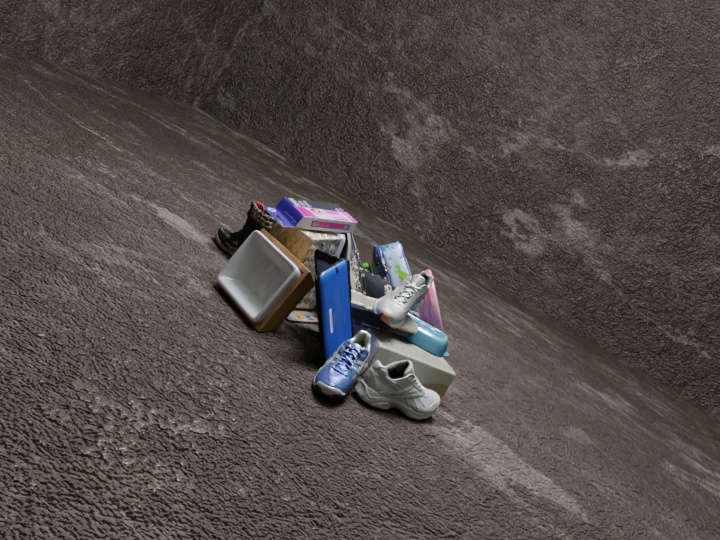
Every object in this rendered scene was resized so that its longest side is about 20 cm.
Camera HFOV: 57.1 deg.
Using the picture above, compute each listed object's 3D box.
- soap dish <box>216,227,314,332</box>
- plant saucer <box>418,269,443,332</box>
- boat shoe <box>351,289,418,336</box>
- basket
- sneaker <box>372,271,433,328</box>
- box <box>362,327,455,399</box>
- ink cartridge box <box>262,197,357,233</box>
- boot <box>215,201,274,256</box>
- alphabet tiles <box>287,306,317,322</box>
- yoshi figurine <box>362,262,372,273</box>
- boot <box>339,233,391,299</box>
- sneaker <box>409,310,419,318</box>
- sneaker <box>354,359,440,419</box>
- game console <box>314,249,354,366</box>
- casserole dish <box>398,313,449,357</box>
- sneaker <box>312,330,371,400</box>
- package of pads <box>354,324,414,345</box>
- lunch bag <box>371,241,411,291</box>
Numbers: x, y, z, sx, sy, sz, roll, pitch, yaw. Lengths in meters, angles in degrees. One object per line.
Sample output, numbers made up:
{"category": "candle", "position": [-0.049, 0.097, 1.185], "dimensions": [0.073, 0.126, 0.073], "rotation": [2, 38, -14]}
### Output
{"category": "soap dish", "position": [-0.196, 0.021, 1.379], "dimensions": [0.200, 0.157, 0.081], "rotation": [40, 1, 42]}
{"category": "plant saucer", "position": [0.170, 0.100, 1.655], "dimensions": [0.051, 0.201, 0.201], "rotation": [-11, 13, 4]}
{"category": "boat shoe", "position": [0.029, 0.103, 1.452], "dimensions": [0.200, 0.063, 0.073], "rotation": [23, 29, -10]}
{"category": "basket", "position": [-0.148, -0.024, 1.510], "dimensions": [0.135, 0.200, 0.123], "rotation": [35, 19, 28]}
{"category": "sneaker", "position": [0.096, 0.052, 1.431], "dimensions": [0.076, 0.092, 0.200], "rotation": [38, 30, 9]}
{"category": "box", "position": [0.093, 0.203, 1.424], "dimensions": [0.200, 0.078, 0.095], "rotation": [23, 13, -22]}
{"category": "ink cartridge box", "position": [-0.110, -0.124, 1.481], "dimensions": [0.200, 0.037, 0.095], "rotation": [0, 31, -39]}
{"category": "boot", "position": [-0.283, -0.101, 1.650], "dimensions": [0.073, 0.151, 0.200], "rotation": [18, 17, -39]}
{"category": "alphabet tiles", "position": [-0.172, 0.074, 1.531], "dimensions": [0.166, 0.006, 0.200], "rotation": [36, 15, 32]}
{"category": "yoshi figurine", "position": [0.008, 0.036, 1.731], "dimensions": [0.112, 0.112, 0.200], "rotation": [28, 14, -36]}
{"category": "boot", "position": [-0.001, 0.001, 1.577], "dimensions": [0.154, 0.073, 0.204], "rotation": [20, 54, -44]}
{"category": "sneaker", "position": [0.158, 0.154, 1.777], "dimensions": [0.108, 0.070, 0.200], "rotation": [26, 10, -5]}
{"category": "sneaker", "position": [0.090, 0.225, 1.285], "dimensions": [0.200, 0.100, 0.078], "rotation": [19, 16, -36]}
{"category": "game console", "position": [-0.080, 0.075, 1.353], "dimensions": [0.118, 0.201, 0.171], "rotation": [5, 19, 27]}
{"category": "casserole dish", "position": [0.123, 0.135, 1.526], "dimensions": [0.200, 0.039, 0.121], "rotation": [30, 10, 12]}
{"category": "sneaker", "position": [-0.031, 0.173, 1.239], "dimensions": [0.076, 0.077, 0.200], "rotation": [24, 23, 8]}
{"category": "package of pads", "position": [0.028, 0.143, 1.543], "dimensions": [0.200, 0.068, 0.155], "rotation": [26, 12, -8]}
{"category": "lunch bag", "position": [0.082, 0.024, 1.716], "dimensions": [0.200, 0.082, 0.161], "rotation": [97, -23, -75]}
